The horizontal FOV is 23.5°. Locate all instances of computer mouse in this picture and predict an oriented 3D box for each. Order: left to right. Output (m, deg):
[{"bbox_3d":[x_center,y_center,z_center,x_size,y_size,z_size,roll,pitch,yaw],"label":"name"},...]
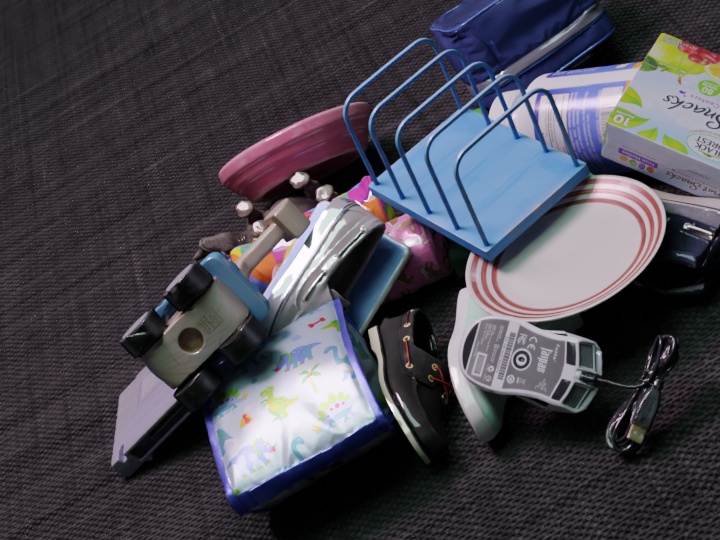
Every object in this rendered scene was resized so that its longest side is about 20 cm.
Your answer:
[{"bbox_3d":[0.181,0.088,1.539,0.198,0.044,0.111,16,87,31],"label":"computer mouse"}]

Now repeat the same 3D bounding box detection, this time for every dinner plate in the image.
[{"bbox_3d":[0.194,-0.017,1.628,0.198,0.024,0.201,-19,37,15],"label":"dinner plate"}]

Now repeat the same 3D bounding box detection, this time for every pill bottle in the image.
[{"bbox_3d":[0.237,-0.156,1.828,0.199,0.113,0.112,-2,42,40],"label":"pill bottle"}]

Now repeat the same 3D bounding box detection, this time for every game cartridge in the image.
[{"bbox_3d":[-0.192,0.116,1.852,0.200,0.038,0.130,-45,21,24],"label":"game cartridge"}]

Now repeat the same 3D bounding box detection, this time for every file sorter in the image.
[{"bbox_3d":[0.097,-0.129,1.703,0.138,0.123,0.200,-39,39,-16],"label":"file sorter"}]

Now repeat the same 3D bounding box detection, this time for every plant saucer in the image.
[{"bbox_3d":[-0.070,-0.134,2.058,0.199,0.051,0.201,-25,-5,-2],"label":"plant saucer"}]

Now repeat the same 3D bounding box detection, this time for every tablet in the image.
[{"bbox_3d":[-0.043,0.037,1.807,0.130,0.014,0.201,29,86,31],"label":"tablet"}]

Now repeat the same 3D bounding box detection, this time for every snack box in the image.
[{"bbox_3d":[0.349,-0.133,1.662,0.198,0.053,0.143,24,56,17],"label":"snack box"}]

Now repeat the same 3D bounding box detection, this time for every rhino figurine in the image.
[{"bbox_3d":[-0.108,-0.047,2.018,0.199,0.087,0.060,-25,64,11],"label":"rhino figurine"}]

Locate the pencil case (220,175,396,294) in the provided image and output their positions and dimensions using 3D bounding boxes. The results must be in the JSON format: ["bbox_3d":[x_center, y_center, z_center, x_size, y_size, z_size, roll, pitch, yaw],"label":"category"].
[{"bbox_3d":[-0.054,-0.029,1.940,0.198,0.089,0.089,-25,32,7],"label":"pencil case"}]

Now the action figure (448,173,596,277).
[{"bbox_3d":[0.182,-0.064,1.778,0.198,0.119,0.055,-7,26,22],"label":"action figure"}]

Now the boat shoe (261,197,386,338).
[{"bbox_3d":[-0.040,0.026,1.765,0.065,0.072,0.201,27,81,27],"label":"boat shoe"}]

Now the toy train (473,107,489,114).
[{"bbox_3d":[0.138,-0.124,1.945,0.056,0.042,0.201,-18,33,4],"label":"toy train"}]

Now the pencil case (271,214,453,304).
[{"bbox_3d":[0.000,0.000,1.853,0.198,0.083,0.087,-23,11,16],"label":"pencil case"}]

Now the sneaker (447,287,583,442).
[{"bbox_3d":[0.149,0.071,1.630,0.117,0.074,0.201,-17,35,18],"label":"sneaker"}]

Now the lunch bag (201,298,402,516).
[{"bbox_3d":[-0.056,0.142,1.660,0.169,0.128,0.200,-31,20,5],"label":"lunch bag"}]

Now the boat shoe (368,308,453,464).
[{"bbox_3d":[0.055,0.106,1.662,0.063,0.074,0.202,-27,31,8],"label":"boat shoe"}]

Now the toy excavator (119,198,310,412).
[{"bbox_3d":[-0.135,0.020,1.714,0.194,0.100,0.200,-45,10,11],"label":"toy excavator"}]

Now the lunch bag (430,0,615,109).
[{"bbox_3d":[0.198,-0.278,2.019,0.199,0.133,0.136,-34,15,-1],"label":"lunch bag"}]

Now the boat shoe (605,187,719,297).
[{"bbox_3d":[0.267,-0.027,1.654,0.199,0.075,0.093,4,38,43],"label":"boat shoe"}]
